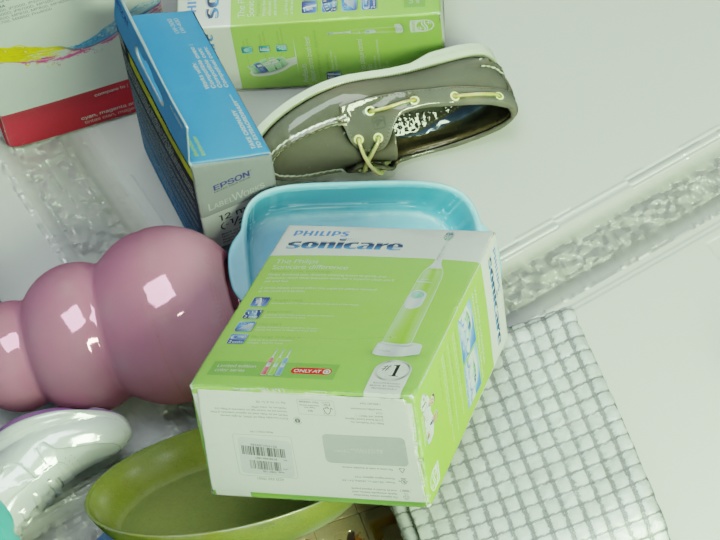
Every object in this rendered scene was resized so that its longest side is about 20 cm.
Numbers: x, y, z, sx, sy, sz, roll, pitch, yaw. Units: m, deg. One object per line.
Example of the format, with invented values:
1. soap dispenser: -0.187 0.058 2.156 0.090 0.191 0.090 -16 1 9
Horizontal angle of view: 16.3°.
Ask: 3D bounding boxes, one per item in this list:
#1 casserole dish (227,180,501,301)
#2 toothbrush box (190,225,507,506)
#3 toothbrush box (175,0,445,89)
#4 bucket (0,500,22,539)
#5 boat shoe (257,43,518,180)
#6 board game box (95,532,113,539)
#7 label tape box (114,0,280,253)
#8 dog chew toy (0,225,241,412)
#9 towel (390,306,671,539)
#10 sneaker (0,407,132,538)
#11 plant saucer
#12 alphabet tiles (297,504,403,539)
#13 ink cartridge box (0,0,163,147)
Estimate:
1. casserole dish: 0.000 0.000 1.760 0.200 0.039 0.121 -2 77 -17
2. toothbrush box: -0.003 0.056 1.594 0.145 0.086 0.200 1 32 18
3. toothbrush box: -0.036 -0.222 1.911 0.200 0.086 0.146 -3 58 2
4. bucket: -0.318 0.207 1.598 0.207 0.135 0.208 -1 82 10
5. boat shoe: 0.018 -0.107 1.843 0.201 0.072 0.060 -20 53 -12
6. board game box: -0.120 0.200 1.625 0.103 0.019 0.200 -41 27 -20
7. label tape box: -0.113 -0.103 1.775 0.066 0.200 0.143 -22 59 -12
8. dog chew toy: -0.181 0.043 1.742 0.200 0.125 0.125 -15 57 7
9. towel: 0.100 0.141 1.666 0.165 0.086 0.200 -20 55 -2
10. sneaker: -0.242 0.160 1.708 0.200 0.075 0.100 -24 71 -4
11. plant saucer: -0.079 0.143 1.637 0.200 0.031 0.200 -10 17 3
12. alphabet tiles: -0.006 0.153 1.719 0.200 0.006 0.167 -18 58 -7
13. ink cartridge box: -0.229 -0.221 1.859 0.144 0.200 0.145 -17 58 -6
